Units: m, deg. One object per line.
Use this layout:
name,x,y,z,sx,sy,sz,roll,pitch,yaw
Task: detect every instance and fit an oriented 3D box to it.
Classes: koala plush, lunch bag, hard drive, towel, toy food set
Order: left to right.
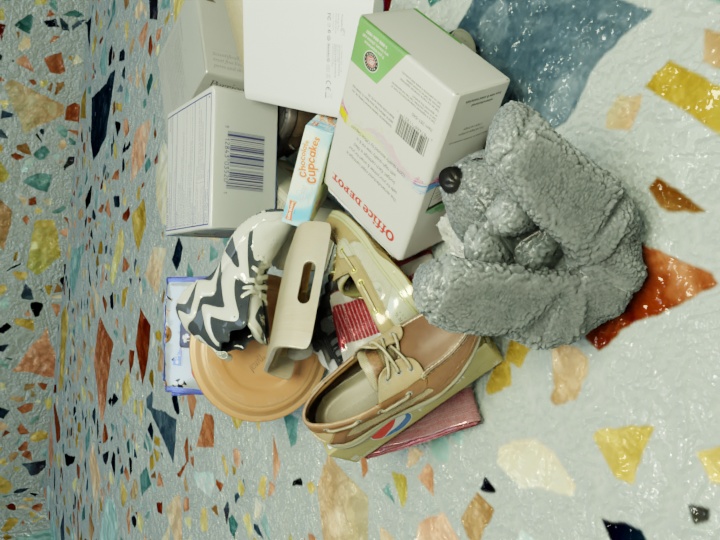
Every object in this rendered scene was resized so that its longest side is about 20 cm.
lunch bag,-0.194,0.095,0.968,0.123,0.194,0.176,173,99,-68
toy food set,-0.071,0.044,0.787,0.200,0.059,0.148,125,156,-67
hard drive,-0.062,-0.260,0.771,0.196,0.025,0.136,19,118,32
towel,0.043,0.092,0.728,0.141,0.023,0.205,-23,65,20
koala plush,0.133,-0.045,0.574,0.181,0.180,0.201,-64,20,17

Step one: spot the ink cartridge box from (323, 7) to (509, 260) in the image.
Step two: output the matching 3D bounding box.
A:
ink cartridge box,0.048,-0.139,0.675,0.145,0.083,0.203,46,140,28

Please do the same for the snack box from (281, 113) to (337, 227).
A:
snack box,-0.051,-0.140,0.825,0.201,0.036,0.119,-75,2,-68

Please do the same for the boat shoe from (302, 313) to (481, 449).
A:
boat shoe,0.028,0.095,0.597,0.199,0.072,0.076,-42,57,9

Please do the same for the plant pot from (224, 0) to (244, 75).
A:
plant pot,-0.104,-0.343,0.895,0.198,0.196,0.190,5,104,55

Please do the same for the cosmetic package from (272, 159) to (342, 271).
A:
cosmetic package,-0.117,-0.090,0.972,0.200,0.085,0.106,46,124,47

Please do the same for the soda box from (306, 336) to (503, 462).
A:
soda box,0.045,0.114,0.666,0.198,0.068,0.065,-37,57,12

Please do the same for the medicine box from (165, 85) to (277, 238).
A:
medicine box,-0.207,-0.146,0.941,0.198,0.101,0.189,0,89,56

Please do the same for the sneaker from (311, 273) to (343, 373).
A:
sneaker,-0.006,0.075,0.811,0.199,0.074,0.117,35,120,53

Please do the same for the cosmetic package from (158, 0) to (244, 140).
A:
cosmetic package,-0.222,-0.325,1.067,0.199,0.161,0.170,-33,63,51

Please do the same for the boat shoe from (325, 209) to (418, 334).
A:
boat shoe,0.000,0.000,0.726,0.066,0.074,0.200,-42,41,0

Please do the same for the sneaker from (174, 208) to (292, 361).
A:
sneaker,-0.134,0.028,0.825,0.199,0.080,0.130,-44,64,-6

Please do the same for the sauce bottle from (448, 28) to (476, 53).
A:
sauce bottle,0.051,-0.221,0.749,0.198,0.064,0.068,-6,84,57

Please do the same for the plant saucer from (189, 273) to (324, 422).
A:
plant saucer,-0.139,0.107,0.901,0.032,0.194,0.207,162,106,-74

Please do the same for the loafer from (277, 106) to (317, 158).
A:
loafer,-0.096,-0.206,0.959,0.199,0.069,0.076,-176,87,-74
